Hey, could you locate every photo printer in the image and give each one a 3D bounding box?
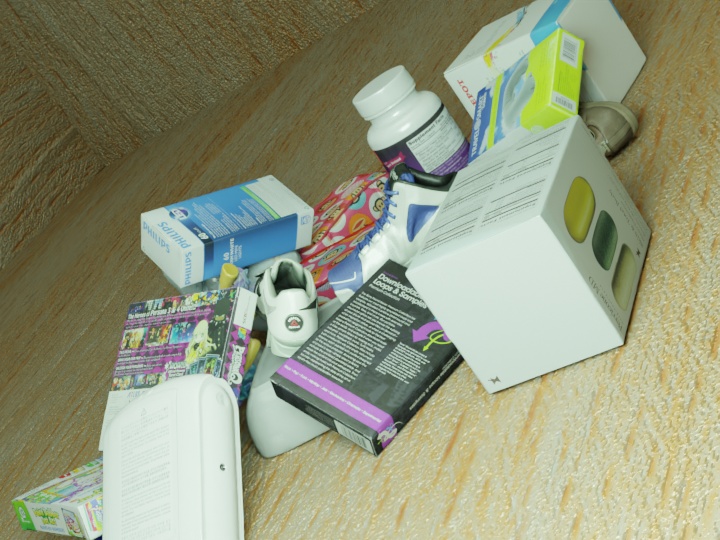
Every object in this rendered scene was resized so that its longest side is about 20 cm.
[{"bbox_3d":[-0.194,0.210,1.341,0.166,0.069,0.201,-26,56,34],"label":"photo printer"}]

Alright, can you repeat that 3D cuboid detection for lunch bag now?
[{"bbox_3d":[-0.040,-0.056,1.874,0.200,0.082,0.176,-46,19,-28],"label":"lunch bag"},{"bbox_3d":[0.000,0.000,1.645,0.200,0.082,0.176,-28,15,19],"label":"lunch bag"}]

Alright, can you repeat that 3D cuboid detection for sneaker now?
[{"bbox_3d":[0.252,-0.165,1.617,0.076,0.071,0.200,-45,18,-22],"label":"sneaker"},{"bbox_3d":[-0.080,0.021,1.467,0.074,0.089,0.200,-4,19,-12],"label":"sneaker"},{"bbox_3d":[0.043,-0.056,1.469,0.199,0.115,0.081,-27,19,9],"label":"sneaker"}]

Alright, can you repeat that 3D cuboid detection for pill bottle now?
[{"bbox_3d":[0.078,-0.165,1.729,0.111,0.200,0.111,-33,17,11],"label":"pill bottle"}]

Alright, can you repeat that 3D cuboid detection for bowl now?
[{"bbox_3d":[-0.045,0.105,1.486,0.199,0.075,0.200,-31,20,21],"label":"bowl"}]

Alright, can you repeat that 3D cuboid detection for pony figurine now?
[{"bbox_3d":[-0.174,0.094,1.606,0.193,0.166,0.200,-93,23,-52],"label":"pony figurine"}]

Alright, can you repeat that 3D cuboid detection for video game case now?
[{"bbox_3d":[-0.207,0.117,1.474,0.200,0.036,0.182,-10,64,43],"label":"video game case"}]

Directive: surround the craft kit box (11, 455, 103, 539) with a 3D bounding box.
[{"bbox_3d":[-0.272,0.244,1.508,0.200,0.049,0.197,-24,11,-36],"label":"craft kit box"}]

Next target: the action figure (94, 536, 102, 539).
[{"bbox_3d":[-0.290,0.312,1.466,0.065,0.052,0.200,-38,15,4],"label":"action figure"}]

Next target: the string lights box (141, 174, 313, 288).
[{"bbox_3d":[-0.171,-0.054,1.689,0.200,0.059,0.103,-20,42,-32],"label":"string lights box"}]

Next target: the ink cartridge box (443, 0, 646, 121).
[{"bbox_3d":[0.249,-0.275,1.779,0.200,0.147,0.146,-19,25,43],"label":"ink cartridge box"}]

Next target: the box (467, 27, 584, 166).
[{"bbox_3d":[0.200,-0.204,1.650,0.200,0.048,0.122,-35,38,53],"label":"box"}]

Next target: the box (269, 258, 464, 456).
[{"bbox_3d":[0.024,0.084,1.358,0.143,0.036,0.200,27,60,34],"label":"box"}]

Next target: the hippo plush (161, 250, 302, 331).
[{"bbox_3d":[-0.167,0.018,1.749,0.161,0.159,0.201,9,72,48],"label":"hippo plush"}]

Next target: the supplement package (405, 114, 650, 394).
[{"bbox_3d":[0.167,-0.017,1.257,0.150,0.152,0.200,-24,21,32],"label":"supplement package"}]
